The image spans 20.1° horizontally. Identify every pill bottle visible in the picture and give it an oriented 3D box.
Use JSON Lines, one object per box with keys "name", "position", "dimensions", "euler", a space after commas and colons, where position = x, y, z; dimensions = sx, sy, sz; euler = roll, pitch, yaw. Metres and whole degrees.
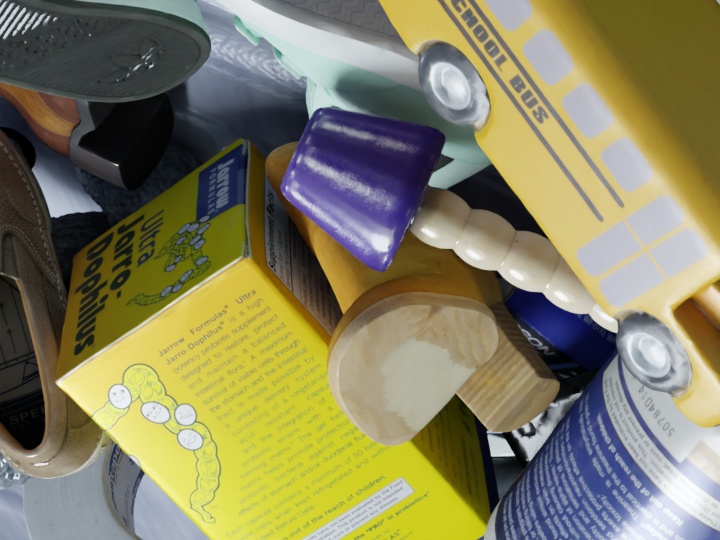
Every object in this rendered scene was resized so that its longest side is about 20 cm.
{"name": "pill bottle", "position": [0.120, 0.107, 0.854], "dimensions": [0.110, 0.111, 0.201], "euler": [29, 124, -6]}

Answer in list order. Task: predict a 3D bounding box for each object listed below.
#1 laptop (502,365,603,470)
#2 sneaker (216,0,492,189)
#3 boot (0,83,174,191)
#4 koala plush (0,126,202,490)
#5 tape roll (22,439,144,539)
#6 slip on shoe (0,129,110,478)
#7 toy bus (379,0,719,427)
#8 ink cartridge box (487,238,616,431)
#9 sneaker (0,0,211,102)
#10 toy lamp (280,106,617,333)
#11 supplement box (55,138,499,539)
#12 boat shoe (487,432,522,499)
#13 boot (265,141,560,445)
{"name": "laptop", "position": [0.191, 0.097, 0.950], "dimensions": [0.176, 0.103, 0.201], "euler": [-21, 108, 29]}
{"name": "sneaker", "position": [-0.022, -0.090, 0.773], "dimensions": [0.199, 0.074, 0.118], "euler": [30, 151, -15]}
{"name": "boot", "position": [-0.178, -0.133, 0.908], "dimensions": [0.199, 0.069, 0.188], "euler": [31, 166, 10]}
{"name": "koala plush", "position": [-0.201, -0.009, 1.056], "dimensions": [0.199, 0.184, 0.178], "euler": [35, 159, 11]}
{"name": "tape roll", "position": [-0.087, 0.121, 1.145], "dimensions": [0.199, 0.201, 0.066], "euler": [19, 157, 18]}
{"name": "slip on shoe", "position": [-0.178, 0.003, 0.939], "dimensions": [0.076, 0.201, 0.061], "euler": [-24, 172, 9]}
{"name": "toy bus", "position": [0.083, -0.052, 0.643], "dimensions": [0.201, 0.065, 0.078], "euler": [53, 146, 1]}
{"name": "ink cartridge box", "position": [0.078, 0.034, 0.988], "dimensions": [0.099, 0.039, 0.200], "euler": [36, 155, -20]}
{"name": "sneaker", "position": [-0.143, -0.141, 0.731], "dimensions": [0.083, 0.122, 0.199], "euler": [-33, 151, 30]}
{"name": "toy lamp", "position": [0.066, -0.002, 0.740], "dimensions": [0.199, 0.059, 0.058], "euler": [26, 158, -3]}
{"name": "supplement box", "position": [-0.035, 0.060, 0.942], "dimensions": [0.109, 0.109, 0.200], "euler": [-33, 117, 15]}
{"name": "boat shoe", "position": [0.115, 0.111, 1.040], "dimensions": [0.075, 0.061, 0.199], "euler": [5, 169, -40]}
{"name": "boot", "position": [0.001, 0.000, 0.846], "dimensions": [0.144, 0.071, 0.201], "euler": [49, -168, 23]}
